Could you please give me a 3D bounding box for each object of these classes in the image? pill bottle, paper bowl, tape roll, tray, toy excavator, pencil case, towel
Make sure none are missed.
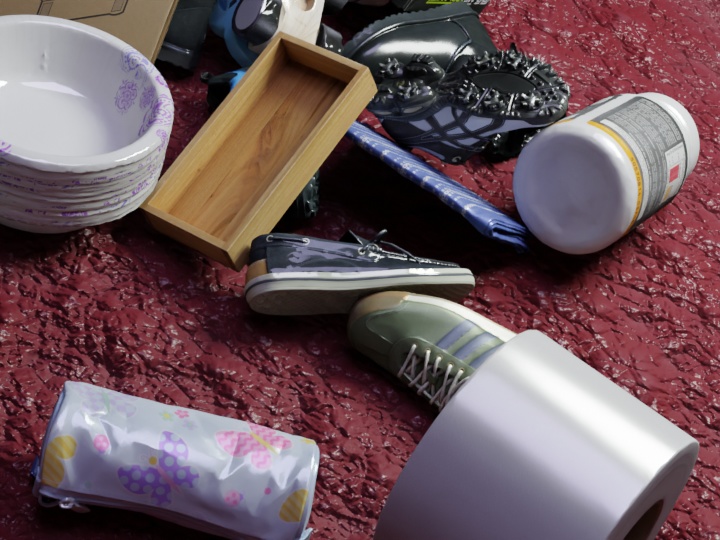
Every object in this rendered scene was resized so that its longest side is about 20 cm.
[{"bbox_3d":[0.225,-0.093,1.664,0.116,0.117,0.200,34,30,18],"label":"pill bottle"},{"bbox_3d":[-0.257,-0.110,1.517,0.199,0.105,0.202,10,40,-9],"label":"paper bowl"},{"bbox_3d":[0.121,0.161,1.279,0.139,0.204,0.202,34,42,19],"label":"tape roll"},{"bbox_3d":[-0.083,-0.100,1.542,0.098,0.037,0.200,25,67,30],"label":"tray"},{"bbox_3d":[-0.104,-0.268,1.763,0.099,0.199,0.196,24,68,-37],"label":"toy excavator"},{"bbox_3d":[-0.127,0.139,1.299,0.198,0.084,0.091,13,38,-8],"label":"pencil case"},{"bbox_3d":[0.053,-0.078,1.612,0.199,0.024,0.145,34,7,19],"label":"towel"}]

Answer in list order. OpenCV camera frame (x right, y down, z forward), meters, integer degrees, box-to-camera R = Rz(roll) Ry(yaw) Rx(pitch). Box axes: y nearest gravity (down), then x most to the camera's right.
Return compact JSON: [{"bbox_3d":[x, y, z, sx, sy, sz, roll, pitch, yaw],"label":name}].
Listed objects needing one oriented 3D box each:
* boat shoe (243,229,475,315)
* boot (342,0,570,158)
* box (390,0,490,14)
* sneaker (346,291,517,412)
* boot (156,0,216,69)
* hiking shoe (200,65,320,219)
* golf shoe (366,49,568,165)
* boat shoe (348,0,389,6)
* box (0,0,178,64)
[{"bbox_3d":[0.000,0.000,1.507,0.198,0.075,0.063,2,62,-20],"label":"boat shoe"},{"bbox_3d":[0.089,-0.169,1.753,0.197,0.074,0.163,-23,61,-37],"label":"boot"},{"bbox_3d":[0.027,-0.335,1.856,0.200,0.048,0.193,46,21,14],"label":"box"},{"bbox_3d":[0.082,0.083,1.455,0.199,0.067,0.090,20,34,-4],"label":"sneaker"},{"bbox_3d":[-0.189,-0.305,1.688,0.164,0.201,0.066,19,15,-7],"label":"boot"},{"bbox_3d":[-0.084,-0.107,1.621,0.086,0.075,0.201,-8,39,-8],"label":"hiking shoe"},{"bbox_3d":[0.103,-0.140,1.653,0.199,0.095,0.078,8,52,35],"label":"golf shoe"},{"bbox_3d":[-0.030,-0.335,1.904,0.070,0.071,0.200,17,26,-48],"label":"boat shoe"},{"bbox_3d":[-0.258,-0.263,1.661,0.199,0.165,0.021,23,5,5],"label":"box"}]
